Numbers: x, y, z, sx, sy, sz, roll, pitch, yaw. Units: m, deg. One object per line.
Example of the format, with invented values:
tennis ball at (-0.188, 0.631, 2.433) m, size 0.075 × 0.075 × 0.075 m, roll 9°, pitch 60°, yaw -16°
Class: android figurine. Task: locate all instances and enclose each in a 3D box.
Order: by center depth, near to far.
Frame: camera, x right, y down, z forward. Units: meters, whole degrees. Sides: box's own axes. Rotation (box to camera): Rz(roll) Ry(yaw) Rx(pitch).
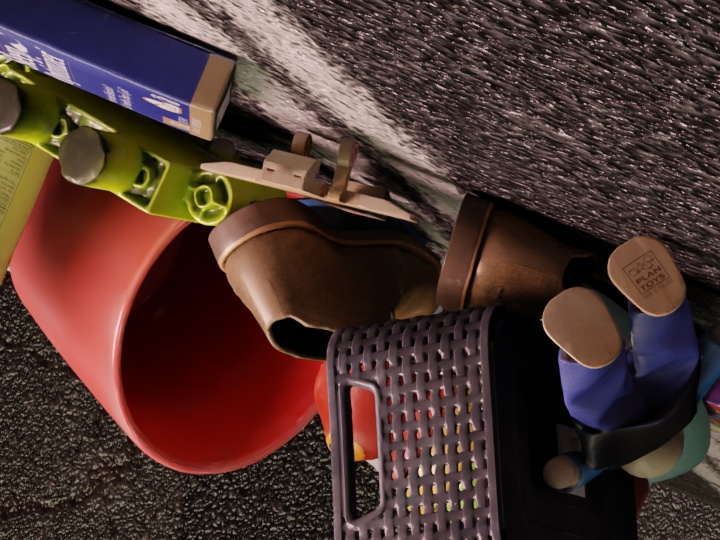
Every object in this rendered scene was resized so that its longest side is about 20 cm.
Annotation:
android figurine at (-0.122, -0.068, 1.374) m, size 0.181 × 0.041 × 0.200 m, roll 30°, pitch -169°, yaw 27°

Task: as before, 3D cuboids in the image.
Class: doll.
doll at (0.141, 0.055, 1.223) m, size 0.049 × 0.136 × 0.200 m, roll 49°, pitch 170°, yaw 27°

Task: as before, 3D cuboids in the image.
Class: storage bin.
storage bin at (0.068, 0.102, 1.291) m, size 0.093 × 0.136 × 0.200 m, roll -9°, pitch 166°, yaw 25°

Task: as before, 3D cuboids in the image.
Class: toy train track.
toy train track at (-0.014, -0.051, 1.305) m, size 0.114 × 0.033 × 0.200 m, roll 14°, pitch 179°, yaw 13°

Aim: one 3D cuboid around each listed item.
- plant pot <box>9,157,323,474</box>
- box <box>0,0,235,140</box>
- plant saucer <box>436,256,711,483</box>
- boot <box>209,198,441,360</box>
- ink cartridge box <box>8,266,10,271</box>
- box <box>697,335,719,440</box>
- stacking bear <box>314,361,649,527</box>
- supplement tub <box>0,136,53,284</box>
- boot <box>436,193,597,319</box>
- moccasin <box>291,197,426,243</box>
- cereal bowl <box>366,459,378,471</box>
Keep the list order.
plant pot at (-0.125, 0.005, 1.604) m, size 0.200 × 0.201 × 0.177 m, roll 27°, pitch -176°, yaw -45°
box at (-0.157, -0.119, 1.191) m, size 0.199 × 0.033 × 0.121 m, roll 24°, pitch 176°, yaw -2°
plant saucer at (0.116, 0.069, 1.489) m, size 0.199 × 0.036 × 0.201 m, roll 30°, pitch 153°, yaw 17°
boot at (-0.009, 0.019, 1.354) m, size 0.200 × 0.073 × 0.076 m, roll 14°, pitch -133°, yaw -59°
ink cartridge box at (-0.260, -0.073, 1.674) m, size 0.067 × 0.117 × 0.200 m, roll 19°, pitch 174°, yaw 18°
box at (0.226, 0.078, 1.545) m, size 0.136 × 0.039 × 0.200 m, roll 19°, pitch 173°, yaw 41°
stacking bear at (0.059, 0.110, 1.453) m, size 0.199 × 0.114 × 0.121 m, roll 36°, pitch 163°, yaw 1°
supplement tub at (-0.268, -0.048, 1.472) m, size 0.144 × 0.201 × 0.145 m, roll 22°, pitch 176°, yaw 2°
boot at (0.083, 0.013, 1.326) m, size 0.075 × 0.074 × 0.200 m, roll 16°, pitch 172°, yaw 5°
moccasin at (0.000, 0.000, 1.492) m, size 0.080 × 0.069 × 0.200 m, roll 3°, pitch 171°, yaw 25°
cereal bowl at (0.078, 0.100, 1.655) m, size 0.198 × 0.084 × 0.201 m, roll 6°, pitch 141°, yaw 5°
